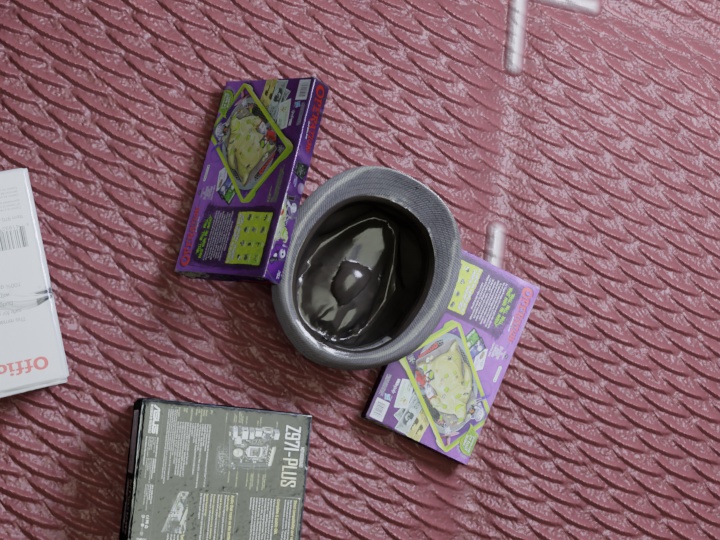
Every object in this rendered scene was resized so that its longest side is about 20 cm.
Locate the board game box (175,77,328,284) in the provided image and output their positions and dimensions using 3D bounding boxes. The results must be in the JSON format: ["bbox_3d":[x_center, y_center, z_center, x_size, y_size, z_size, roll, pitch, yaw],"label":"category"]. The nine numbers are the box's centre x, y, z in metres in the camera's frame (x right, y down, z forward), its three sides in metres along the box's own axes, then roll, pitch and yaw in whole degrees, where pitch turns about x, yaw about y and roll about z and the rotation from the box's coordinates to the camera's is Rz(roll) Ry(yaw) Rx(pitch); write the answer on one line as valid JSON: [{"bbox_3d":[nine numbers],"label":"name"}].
[{"bbox_3d":[-0.105,-0.088,1.292,0.032,0.120,0.201,30,70,-53],"label":"board game box"}]

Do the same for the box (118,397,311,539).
[{"bbox_3d":[-0.140,0.227,1.265,0.163,0.086,0.201,6,83,-14],"label":"box"}]

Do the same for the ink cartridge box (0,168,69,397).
[{"bbox_3d":[-0.358,0.021,1.231,0.145,0.083,0.201,-11,87,-16],"label":"ink cartridge box"}]

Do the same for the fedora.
[{"bbox_3d":[0.000,0.000,1.325,0.176,0.090,0.201,24,87,-9],"label":"fedora"}]

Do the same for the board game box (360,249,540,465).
[{"bbox_3d":[0.093,0.083,1.374,0.120,0.032,0.201,26,79,-7],"label":"board game box"}]
